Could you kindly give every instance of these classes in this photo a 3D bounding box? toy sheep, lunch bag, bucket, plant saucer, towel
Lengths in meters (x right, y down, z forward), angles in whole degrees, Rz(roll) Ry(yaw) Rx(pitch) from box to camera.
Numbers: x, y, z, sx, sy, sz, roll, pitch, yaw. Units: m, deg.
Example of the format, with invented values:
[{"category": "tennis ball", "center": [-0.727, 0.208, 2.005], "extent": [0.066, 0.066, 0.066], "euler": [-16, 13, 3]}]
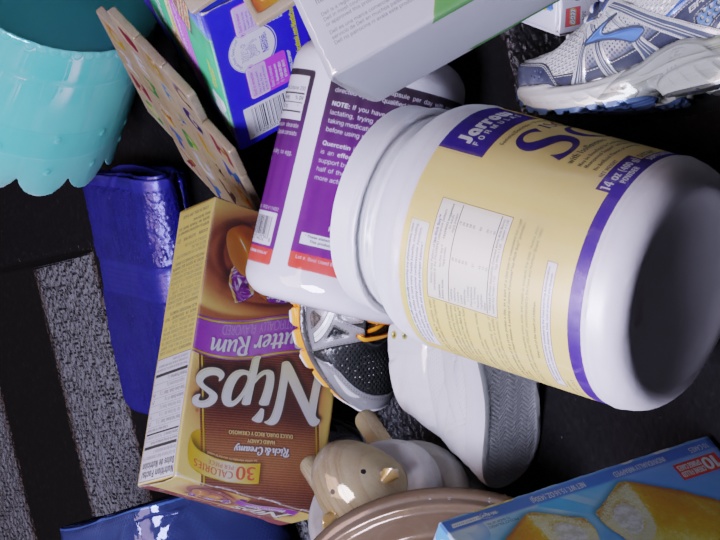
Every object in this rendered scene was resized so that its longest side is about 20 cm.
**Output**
[{"category": "toy sheep", "center": [0.031, 0.177, 1.686], "extent": [0.138, 0.138, 0.200], "euler": [27, 166, 50]}, {"category": "lunch bag", "center": [-0.136, 0.238, 1.960], "extent": [0.200, 0.136, 0.132], "euler": [-22, 83, 58]}, {"category": "bucket", "center": [-0.254, -0.173, 1.931], "extent": [0.207, 0.207, 0.135], "euler": [54, 135, 31]}, {"category": "plant saucer", "center": [0.053, 0.219, 1.618], "extent": [0.029, 0.200, 0.200], "euler": [-89, 10, -54]}, {"category": "towel", "center": [-0.159, 0.015, 1.998], "extent": [0.148, 0.049, 0.200], "euler": [11, 112, 63]}]

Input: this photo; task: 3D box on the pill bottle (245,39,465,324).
[{"category": "pill bottle", "center": [0.001, -0.072, 1.616], "extent": [0.112, 0.112, 0.200], "euler": [14, 91, 55]}]

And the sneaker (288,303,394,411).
[{"category": "sneaker", "center": [0.000, 0.000, 1.718], "extent": [0.077, 0.078, 0.200], "euler": [4, 109, 44]}]

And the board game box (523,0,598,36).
[{"category": "board game box", "center": [0.092, -0.251, 1.509], "extent": [0.126, 0.035, 0.200], "euler": [29, 125, 48]}]

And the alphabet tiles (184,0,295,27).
[{"category": "alphabet tiles", "center": [-0.047, -0.255, 1.621], "extent": [0.200, 0.006, 0.167], "euler": [-33, 69, 11]}]

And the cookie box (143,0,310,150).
[{"category": "cookie box", "center": [-0.110, -0.212, 1.745], "extent": [0.200, 0.075, 0.171], "euler": [57, 170, 28]}]

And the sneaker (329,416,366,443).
[{"category": "sneaker", "center": [-0.048, 0.092, 1.829], "extent": [0.114, 0.075, 0.200], "euler": [10, 116, 55]}]

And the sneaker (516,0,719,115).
[{"category": "sneaker", "center": [0.163, -0.133, 1.427], "extent": [0.200, 0.077, 0.085], "euler": [-8, 85, 50]}]

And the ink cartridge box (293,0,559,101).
[{"category": "ink cartridge box", "center": [0.016, -0.222, 1.466], "extent": [0.146, 0.084, 0.200], "euler": [-28, 75, 14]}]

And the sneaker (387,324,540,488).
[{"category": "sneaker", "center": [0.063, 0.030, 1.630], "extent": [0.116, 0.074, 0.200], "euler": [36, 132, 42]}]

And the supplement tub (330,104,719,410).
[{"category": "supplement tub", "center": [0.098, -0.013, 1.449], "extent": [0.200, 0.145, 0.146], "euler": [18, 118, 33]}]

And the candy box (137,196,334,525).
[{"category": "candy box", "center": [-0.076, 0.063, 1.743], "extent": [0.056, 0.117, 0.200], "euler": [-19, 59, 55]}]

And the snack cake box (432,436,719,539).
[{"category": "snack cake box", "center": [0.146, 0.177, 1.439], "extent": [0.115, 0.200, 0.067], "euler": [50, 139, 34]}]

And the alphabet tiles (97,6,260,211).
[{"category": "alphabet tiles", "center": [-0.122, -0.101, 1.812], "extent": [0.166, 0.006, 0.200], "euler": [47, 170, 30]}]
